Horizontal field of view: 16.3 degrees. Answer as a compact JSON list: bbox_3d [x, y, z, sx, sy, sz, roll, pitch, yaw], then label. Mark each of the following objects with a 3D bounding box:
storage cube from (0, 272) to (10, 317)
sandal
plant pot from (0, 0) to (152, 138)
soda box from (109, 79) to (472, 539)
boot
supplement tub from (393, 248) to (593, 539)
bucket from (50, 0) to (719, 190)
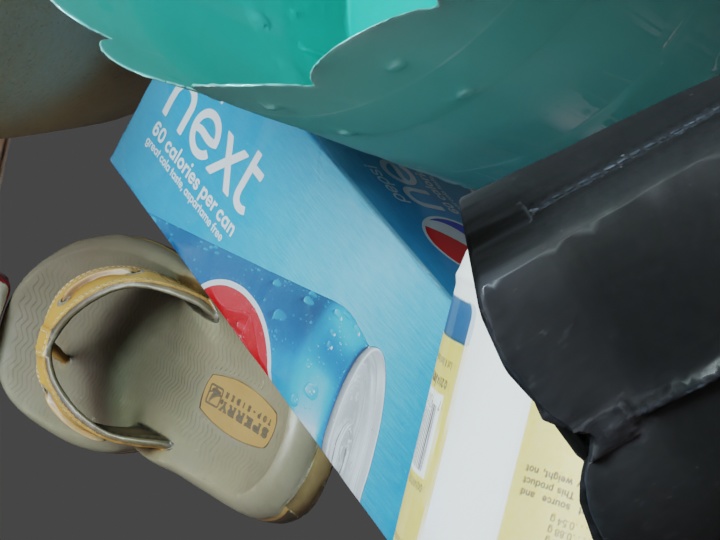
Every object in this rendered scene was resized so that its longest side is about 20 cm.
[{"bbox_3d":[-0.267,0.048,0.960,0.180,0.171,0.201,14,84,55],"label":"storage cube"},{"bbox_3d":[-0.078,0.033,0.867,0.200,0.054,0.081,22,98,53],"label":"sandal"},{"bbox_3d":[-0.158,-0.118,0.827,0.186,0.200,0.188,7,108,22],"label":"plant pot"},{"bbox_3d":[0.000,0.000,0.784,0.068,0.064,0.200,-59,45,22],"label":"soda box"},{"bbox_3d":[0.140,0.016,0.514,0.199,0.165,0.066,-28,11,1],"label":"boot"},{"bbox_3d":[0.074,0.097,0.623,0.144,0.144,0.201,18,96,48],"label":"supplement tub"},{"bbox_3d":[0.019,-0.125,0.720,0.207,0.135,0.208,-15,66,37],"label":"bucket"}]
